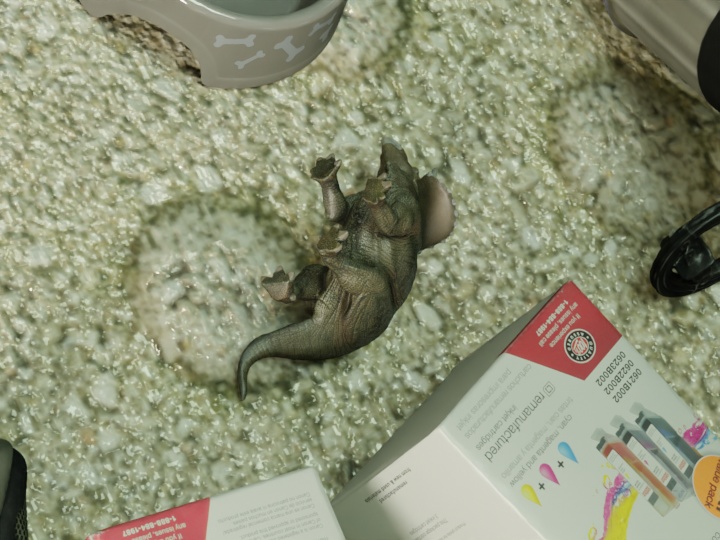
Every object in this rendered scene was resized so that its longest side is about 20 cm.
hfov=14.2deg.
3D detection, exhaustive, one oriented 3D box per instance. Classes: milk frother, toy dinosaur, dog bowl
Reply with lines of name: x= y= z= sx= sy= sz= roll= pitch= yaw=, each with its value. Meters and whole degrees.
milk frother: x=0.222 y=-0.110 z=1.841 sx=0.200 sy=0.181 sz=0.188 roll=-30 pitch=44 yaw=-10
toy dinosaur: x=0.000 y=0.000 z=1.681 sx=0.102 sy=0.077 sz=0.200 roll=46 pitch=59 yaw=-44
dog bowl: x=-0.086 y=-0.211 z=1.752 sx=0.200 sy=0.059 sz=0.201 roll=13 pitch=61 yaw=-24

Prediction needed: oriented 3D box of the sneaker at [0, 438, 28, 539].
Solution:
sneaker: x=-0.175 y=0.189 z=1.488 sx=0.114 sy=0.076 sz=0.200 roll=15 pitch=62 yaw=-25

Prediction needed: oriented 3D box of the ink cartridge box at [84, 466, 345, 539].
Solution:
ink cartridge box: x=-0.061 y=0.224 z=1.529 sx=0.145 sy=0.083 sz=0.200 roll=-14 pitch=73 yaw=-34

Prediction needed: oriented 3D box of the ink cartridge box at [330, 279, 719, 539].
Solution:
ink cartridge box: x=0.115 y=0.143 z=1.634 sx=0.200 sy=0.145 sz=0.145 roll=46 pitch=52 yaw=-3
